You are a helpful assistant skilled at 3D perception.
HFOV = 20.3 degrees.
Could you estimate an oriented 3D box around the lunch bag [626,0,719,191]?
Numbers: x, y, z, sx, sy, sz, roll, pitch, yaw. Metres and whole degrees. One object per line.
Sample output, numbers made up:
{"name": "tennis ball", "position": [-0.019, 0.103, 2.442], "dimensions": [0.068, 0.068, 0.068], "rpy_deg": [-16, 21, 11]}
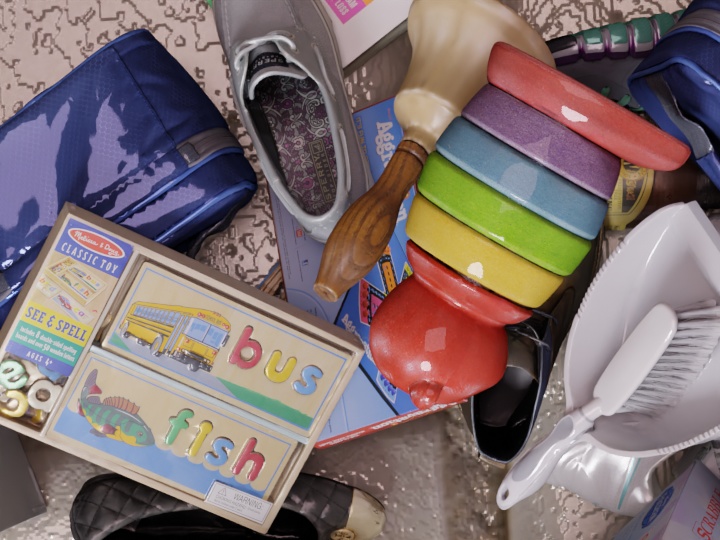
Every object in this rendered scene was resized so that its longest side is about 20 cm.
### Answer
{"name": "lunch bag", "position": [0.261, -0.084, 1.175], "dimensions": [0.200, 0.136, 0.132], "rpy_deg": [45, 84, -6]}

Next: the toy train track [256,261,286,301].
{"name": "toy train track", "position": [-0.078, 0.051, 1.288], "dimensions": [0.114, 0.033, 0.200], "rpy_deg": [38, 84, 10]}

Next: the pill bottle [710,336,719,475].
{"name": "pill bottle", "position": [0.263, 0.116, 1.152], "dimensions": [0.110, 0.111, 0.201], "rpy_deg": [-15, 88, 1]}

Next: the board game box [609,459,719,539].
{"name": "board game box", "position": [0.125, 0.220, 1.157], "dimensions": [0.041, 0.200, 0.200], "rpy_deg": [43, 116, 2]}

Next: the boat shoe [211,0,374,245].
{"name": "boat shoe", "position": [-0.044, -0.114, 1.227], "dimensions": [0.070, 0.072, 0.202], "rpy_deg": [-23, 77, 8]}

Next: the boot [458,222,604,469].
{"name": "boot", "position": [0.107, 0.023, 1.213], "dimensions": [0.074, 0.097, 0.201], "rpy_deg": [13, 113, -4]}

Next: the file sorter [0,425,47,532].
{"name": "file sorter", "position": [-0.292, 0.113, 1.209], "dimensions": [0.124, 0.200, 0.140], "rpy_deg": [-22, 87, 5]}

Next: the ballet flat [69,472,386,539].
{"name": "ballet flat", "position": [-0.082, 0.161, 1.253], "dimensions": [0.198, 0.067, 0.057], "rpy_deg": [1, 44, -9]}

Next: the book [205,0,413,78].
{"name": "book", "position": [-0.005, -0.213, 1.289], "dimensions": [0.200, 0.048, 0.134], "rpy_deg": [-38, 86, 4]}

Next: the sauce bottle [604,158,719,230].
{"name": "sauce bottle", "position": [0.158, -0.057, 1.265], "dimensions": [0.198, 0.065, 0.065], "rpy_deg": [-2, 88, 1]}

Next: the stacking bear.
{"name": "stacking bear", "position": [0.075, -0.016, 1.136], "dimensions": [0.113, 0.121, 0.201], "rpy_deg": [25, 97, -33]}

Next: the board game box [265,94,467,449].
{"name": "board game box", "position": [0.000, 0.000, 1.241], "dimensions": [0.102, 0.019, 0.201], "rpy_deg": [-20, 67, 24]}

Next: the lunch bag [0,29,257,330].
{"name": "lunch bag", "position": [-0.166, -0.035, 1.231], "dimensions": [0.200, 0.136, 0.133], "rpy_deg": [-36, 87, 3]}

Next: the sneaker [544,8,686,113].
{"name": "sneaker", "position": [0.188, -0.117, 1.263], "dimensions": [0.199, 0.074, 0.088], "rpy_deg": [-13, 92, 1]}

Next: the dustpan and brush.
{"name": "dustpan and brush", "position": [0.148, 0.072, 1.156], "dimensions": [0.200, 0.057, 0.140], "rpy_deg": [-56, 45, 33]}

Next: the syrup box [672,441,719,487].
{"name": "syrup box", "position": [0.288, 0.078, 1.248], "dimensions": [0.081, 0.079, 0.200], "rpy_deg": [40, 90, 2]}

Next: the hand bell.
{"name": "hand bell", "position": [0.027, -0.061, 1.190], "dimensions": [0.104, 0.104, 0.201], "rpy_deg": [32, 64, 3]}

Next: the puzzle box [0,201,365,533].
{"name": "puzzle box", "position": [-0.112, 0.060, 1.176], "dimensions": [0.199, 0.025, 0.134], "rpy_deg": [25, 101, -19]}

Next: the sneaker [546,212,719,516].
{"name": "sneaker", "position": [0.193, 0.061, 1.251], "dimensions": [0.080, 0.070, 0.201], "rpy_deg": [29, 98, 15]}
